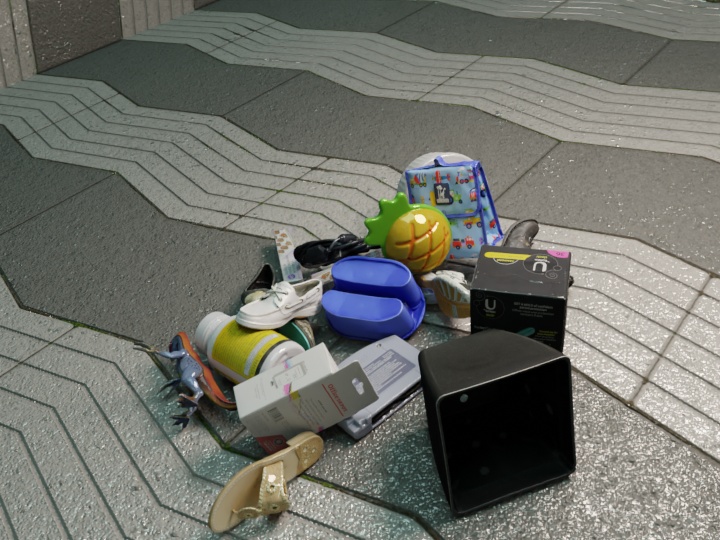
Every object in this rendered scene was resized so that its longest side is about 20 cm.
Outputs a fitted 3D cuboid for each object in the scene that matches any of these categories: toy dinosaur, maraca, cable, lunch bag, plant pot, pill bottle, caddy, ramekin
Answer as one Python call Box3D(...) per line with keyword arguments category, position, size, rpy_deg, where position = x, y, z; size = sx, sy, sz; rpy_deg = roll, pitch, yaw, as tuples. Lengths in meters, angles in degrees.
Box3D(category="toy dinosaur", position=(-0.293, 0.180, 1.245), size=(0.196, 0.106, 0.183), rpy_deg=(6, 40, -6))
Box3D(category="maraca", position=(0.091, -0.067, 1.337), size=(0.138, 0.199, 0.107), rpy_deg=(-54, 37, 9))
Box3D(category="cable", position=(-0.043, -0.045, 1.425), size=(0.161, 0.052, 0.199), rpy_deg=(-14, -3, -32))
Box3D(category="lunch bag", position=(0.178, -0.130, 1.400), size=(0.149, 0.202, 0.094), rpy_deg=(-1, 30, 32))
Box3D(category="plant pot", position=(0.183, 0.199, 1.059), size=(0.197, 0.203, 0.178), rpy_deg=(-15, 24, -10))
Box3D(category="pill bottle", position=(-0.197, 0.145, 1.253), size=(0.198, 0.113, 0.111), rpy_deg=(22, 45, 34))
Box3D(category="caddy", position=(0.022, 0.058, 1.340), size=(0.197, 0.105, 0.143), rpy_deg=(7, 60, 20))
Box3D(category="ramekin", position=(0.168, -0.158, 1.533), size=(0.199, 0.205, 0.094), rpy_deg=(-17, 25, -13))

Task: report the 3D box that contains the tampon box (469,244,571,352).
Box3D(category="tampon box", position=(0.262, 0.078, 1.182), size=(0.147, 0.202, 0.127), rpy_deg=(6, 38, 17))

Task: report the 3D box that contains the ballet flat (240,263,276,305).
Box3D(category="ballet flat", position=(-0.197, 0.031, 1.395), size=(0.065, 0.058, 0.200), rpy_deg=(5, 12, -6))

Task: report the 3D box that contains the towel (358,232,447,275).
Box3D(category="towel", position=(0.069, -0.026, 1.502), size=(0.132, 0.035, 0.199), rpy_deg=(-32, 43, -27))

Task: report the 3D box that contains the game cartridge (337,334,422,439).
Box3D(category="game cartridge", position=(0.021, 0.190, 1.217), size=(0.199, 0.041, 0.133), rpy_deg=(-31, 46, -29))

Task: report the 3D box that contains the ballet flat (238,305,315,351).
Box3D(category="ballet flat", position=(-0.142, 0.101, 1.349), size=(0.198, 0.069, 0.075), rpy_deg=(18, 27, 34))

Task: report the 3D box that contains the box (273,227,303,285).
Box3D(category="box", position=(-0.151, -0.020, 1.514), size=(0.038, 0.042, 0.201), rpy_deg=(-12, 36, -6))

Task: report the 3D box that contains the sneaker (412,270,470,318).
Box3D(category="sneaker", position=(0.173, 0.031, 1.337), size=(0.086, 0.077, 0.199), rpy_deg=(-15, 18, -22))

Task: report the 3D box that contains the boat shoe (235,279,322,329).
Box3D(category="boat shoe", position=(-0.142, 0.052, 1.275), size=(0.070, 0.070, 0.199), rpy_deg=(24, 24, 31))

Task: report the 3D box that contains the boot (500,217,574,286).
Box3D(category="boot", position=(0.342, -0.009, 1.407), size=(0.173, 0.070, 0.200), rpy_deg=(28, 60, 38))

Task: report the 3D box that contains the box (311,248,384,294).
Box3D(category="box", position=(0.000, 0.000, 1.436), size=(0.197, 0.042, 0.039), rpy_deg=(-21, 45, 4))

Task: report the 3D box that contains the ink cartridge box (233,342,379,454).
Box3D(category="ink cartridge box", position=(-0.082, 0.193, 1.118), size=(0.198, 0.117, 0.068), rpy_deg=(-25, 44, 1))

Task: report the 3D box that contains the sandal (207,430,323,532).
Box3D(category="sandal", position=(-0.119, 0.313, 1.041), size=(0.069, 0.079, 0.211), rpy_deg=(19, 38, 40))
